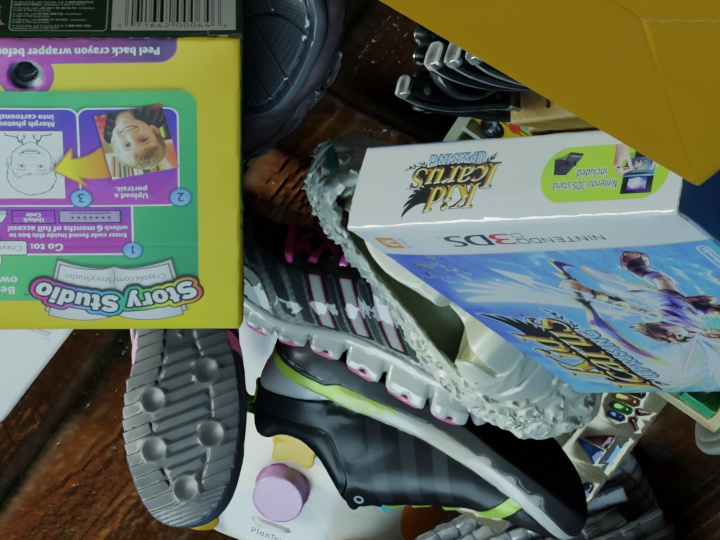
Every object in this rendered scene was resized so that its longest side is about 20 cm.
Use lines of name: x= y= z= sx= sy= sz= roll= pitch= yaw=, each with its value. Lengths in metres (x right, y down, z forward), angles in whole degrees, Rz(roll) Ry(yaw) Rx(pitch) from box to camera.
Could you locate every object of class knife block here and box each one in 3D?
knife block: x=0.116 y=-0.093 z=1.171 sx=0.198 sy=0.065 sz=0.176 roll=1 pitch=176 yaw=7

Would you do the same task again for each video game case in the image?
video game case: x=0.123 y=0.000 z=1.270 sx=0.180 sy=0.046 sz=0.200 roll=-1 pitch=155 yaw=40

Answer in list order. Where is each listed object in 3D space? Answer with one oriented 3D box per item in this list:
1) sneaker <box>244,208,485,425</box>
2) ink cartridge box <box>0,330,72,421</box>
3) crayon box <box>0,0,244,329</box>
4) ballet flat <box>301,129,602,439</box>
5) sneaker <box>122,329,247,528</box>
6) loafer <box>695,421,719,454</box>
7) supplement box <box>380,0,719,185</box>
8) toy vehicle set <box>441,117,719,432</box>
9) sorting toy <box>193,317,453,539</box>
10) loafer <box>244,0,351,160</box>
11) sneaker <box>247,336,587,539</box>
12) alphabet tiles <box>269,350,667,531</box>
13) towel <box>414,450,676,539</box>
sneaker: x=0.000 y=0.000 z=1.451 sx=0.199 sy=0.074 sz=0.088 roll=28 pitch=114 yaw=-8
ink cartridge box: x=-0.262 y=0.013 z=1.646 sx=0.175 sy=0.045 sz=0.200 roll=19 pitch=149 yaw=-16
crayon box: x=-0.154 y=-0.054 z=1.327 sx=0.198 sy=0.058 sz=0.173 roll=0 pitch=129 yaw=-3
ballet flat: x=0.044 y=0.016 z=1.381 sx=0.200 sy=0.072 sz=0.072 roll=45 pitch=143 yaw=-11
sneaker: x=-0.088 y=0.049 z=1.497 sx=0.070 sy=0.201 sz=0.082 roll=-10 pitch=155 yaw=12
loafer: x=0.236 y=0.046 z=1.415 sx=0.062 sy=0.072 sz=0.200 roll=17 pitch=146 yaw=-12
supplement box: x=0.102 y=-0.181 z=1.024 sx=0.196 sy=0.201 sz=0.133 roll=29 pitch=146 yaw=-13
toy vehicle set: x=0.125 y=-0.013 z=1.379 sx=0.199 sy=0.027 sz=0.124 roll=35 pitch=143 yaw=2
sorting toy: x=-0.027 y=0.070 z=1.598 sx=0.199 sy=0.107 sz=0.181 roll=19 pitch=129 yaw=4
loafer: x=-0.049 y=-0.101 z=1.379 sx=0.072 sy=0.063 sz=0.200 roll=61 pitch=145 yaw=12
sneaker: x=0.027 y=0.098 z=1.508 sx=0.199 sy=0.072 sz=0.083 roll=31 pitch=113 yaw=0
alphabet tiles: x=0.059 y=0.058 z=1.525 sx=0.199 sy=0.006 sz=0.167 roll=27 pitch=123 yaw=-10
towel: x=0.103 y=0.210 z=1.630 sx=0.199 sy=0.086 sz=0.166 roll=-24 pitch=140 yaw=-1
